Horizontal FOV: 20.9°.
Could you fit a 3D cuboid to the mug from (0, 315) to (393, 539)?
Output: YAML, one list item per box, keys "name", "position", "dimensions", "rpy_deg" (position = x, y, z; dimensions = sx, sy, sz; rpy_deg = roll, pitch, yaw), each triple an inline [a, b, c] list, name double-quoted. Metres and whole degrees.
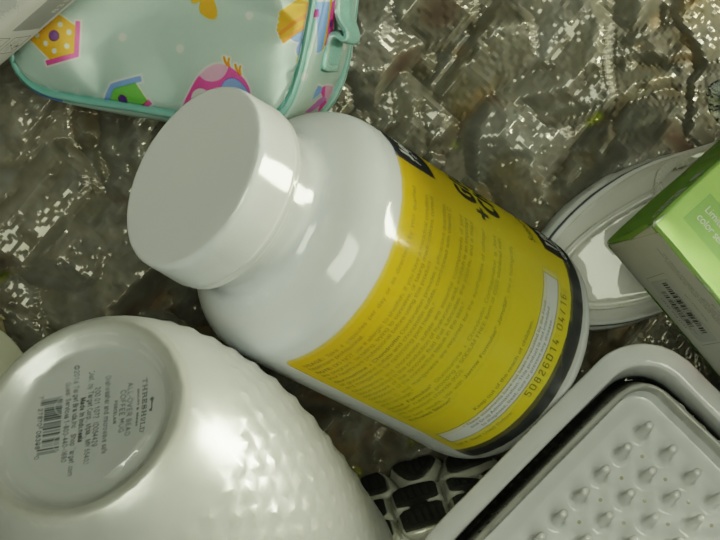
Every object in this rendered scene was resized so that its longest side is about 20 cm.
- name: "mug"
  position: [-0.084, 0.124, 0.791]
  dimensions: [0.147, 0.176, 0.201]
  rpy_deg: [0, 57, 22]

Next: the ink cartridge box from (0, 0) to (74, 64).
- name: "ink cartridge box"
  position: [-0.209, -0.178, 0.856]
  dimensions: [0.161, 0.050, 0.201]
  rpy_deg: [-35, 84, 27]

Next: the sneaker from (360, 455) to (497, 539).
- name: "sneaker"
  position: [0.003, 0.151, 0.919]
  dimensions: [0.199, 0.081, 0.084]
  rpy_deg: [-25, 108, 5]

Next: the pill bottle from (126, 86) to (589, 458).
- name: "pill bottle"
  position: [0.000, 0.000, 0.845]
  dimensions: [0.200, 0.112, 0.112]
  rpy_deg: [29, 88, -39]

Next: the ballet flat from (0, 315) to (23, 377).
- name: "ballet flat"
  position: [-0.158, 0.090, 0.894]
  dimensions: [0.069, 0.069, 0.201]
  rpy_deg: [-27, 92, -3]

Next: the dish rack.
- name: "dish rack"
  position: [0.135, 0.150, 0.848]
  dimensions: [0.200, 0.044, 0.172]
  rpy_deg: [45, 71, 7]

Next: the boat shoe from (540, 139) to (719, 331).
- name: "boat shoe"
  position: [0.173, -0.026, 0.920]
  dimensions: [0.199, 0.066, 0.072]
  rpy_deg: [-19, 91, -3]

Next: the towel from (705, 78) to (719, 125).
- name: "towel"
  position: [0.264, -0.025, 0.800]
  dimensions: [0.192, 0.035, 0.201]
  rpy_deg: [-26, 87, -12]

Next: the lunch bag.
- name: "lunch bag"
  position: [-0.070, -0.159, 0.880]
  dimensions: [0.159, 0.077, 0.201]
  rpy_deg: [10, 97, 11]

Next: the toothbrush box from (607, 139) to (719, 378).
- name: "toothbrush box"
  position: [0.233, -0.025, 0.850]
  dimensions: [0.200, 0.086, 0.146]
  rpy_deg: [-42, 91, -7]
